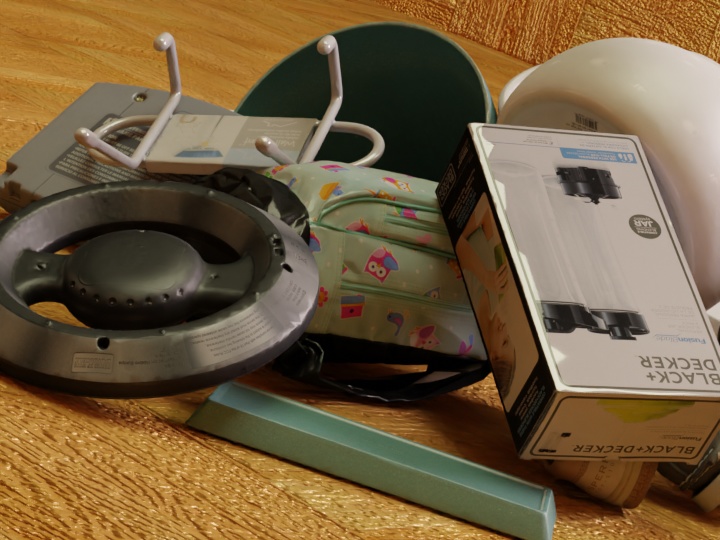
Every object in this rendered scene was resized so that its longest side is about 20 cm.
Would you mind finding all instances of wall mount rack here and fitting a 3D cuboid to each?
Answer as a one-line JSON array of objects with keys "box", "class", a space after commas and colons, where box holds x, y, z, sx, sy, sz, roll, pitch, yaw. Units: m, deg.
[{"box": [-0.091, -0.092, 1.625, 0.199, 0.075, 0.174, 2, 31, 14], "class": "wall mount rack"}]

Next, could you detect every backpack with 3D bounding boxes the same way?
[{"box": [0.000, 0.000, 1.545, 0.199, 0.127, 0.167, 9, 14, -27], "class": "backpack"}]

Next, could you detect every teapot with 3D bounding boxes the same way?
[{"box": [0.187, -0.070, 1.618, 0.146, 0.197, 0.200, -34, 87, -33], "class": "teapot"}]

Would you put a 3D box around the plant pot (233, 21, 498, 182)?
[{"box": [0.017, -0.048, 1.750, 0.200, 0.200, 0.135, 25, -17, 37], "class": "plant pot"}]

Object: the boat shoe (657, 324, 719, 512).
[{"box": [0.238, 0.049, 1.530, 0.060, 0.202, 0.072, 37, -25, 1], "class": "boat shoe"}]

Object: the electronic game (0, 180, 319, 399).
[{"box": [-0.121, 0.008, 1.384, 0.199, 0.042, 0.200, 0, 31, 0], "class": "electronic game"}]

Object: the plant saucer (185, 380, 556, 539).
[{"box": [0.010, 0.099, 1.360, 0.199, 0.019, 0.070, 19, 11, 4], "class": "plant saucer"}]

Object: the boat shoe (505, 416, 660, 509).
[{"box": [0.122, 0.076, 1.514, 0.064, 0.071, 0.200, 16, 12, -13], "class": "boat shoe"}]

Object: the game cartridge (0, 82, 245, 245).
[{"box": [-0.127, -0.058, 1.691, 0.200, 0.042, 0.133, 23, 47, 31], "class": "game cartridge"}]

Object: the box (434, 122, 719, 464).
[{"box": [0.125, 0.012, 1.447, 0.116, 0.060, 0.200, 4, 48, -22], "class": "box"}]

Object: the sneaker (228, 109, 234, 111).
[{"box": [-0.136, -0.089, 1.940, 0.084, 0.075, 0.200, 17, 10, -1], "class": "sneaker"}]

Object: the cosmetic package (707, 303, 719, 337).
[{"box": [0.268, 0.073, 1.747, 0.113, 0.081, 0.200, 7, 15, -38], "class": "cosmetic package"}]
